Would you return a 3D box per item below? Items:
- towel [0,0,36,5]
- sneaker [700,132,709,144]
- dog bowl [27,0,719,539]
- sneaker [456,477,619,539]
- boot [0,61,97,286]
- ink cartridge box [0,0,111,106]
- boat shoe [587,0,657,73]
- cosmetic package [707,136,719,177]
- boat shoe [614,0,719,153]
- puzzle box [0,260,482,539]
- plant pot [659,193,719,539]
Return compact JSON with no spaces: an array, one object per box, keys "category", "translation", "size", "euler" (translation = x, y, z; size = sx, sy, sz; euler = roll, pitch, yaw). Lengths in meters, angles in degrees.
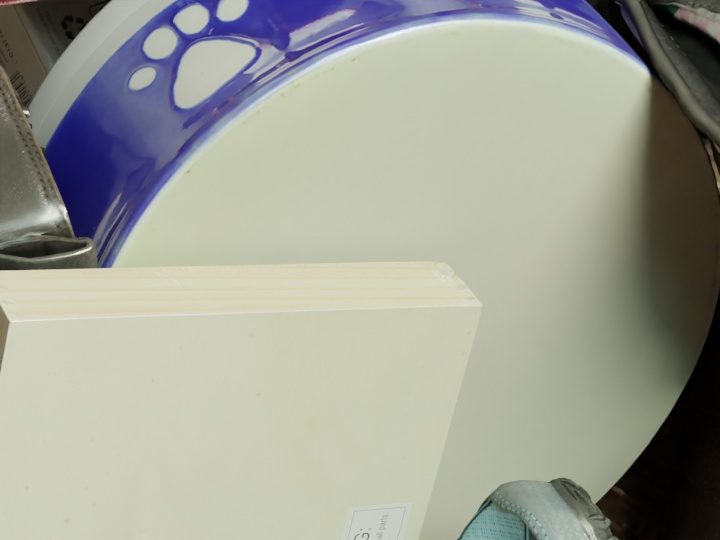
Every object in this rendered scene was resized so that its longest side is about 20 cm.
[{"category":"towel","translation":[-0.105,-0.140,0.765],"size":[0.144,0.023,0.200],"euler":[-13,40,-30]},{"category":"sneaker","translation":[0.150,-0.147,0.892],"size":[0.084,0.121,0.200],"euler":[23,63,-39]},{"category":"dog bowl","translation":[0.000,0.000,0.731],"size":[0.200,0.200,0.079],"euler":[0,30,-27]},{"category":"sneaker","translation":[0.001,0.140,0.689],"size":[0.096,0.200,0.079],"euler":[14,23,-33]},{"category":"boot","translation":[-0.180,-0.035,0.679],"size":[0.174,0.069,0.200],"euler":[-26,58,-19]},{"category":"ink cartridge box","translation":[-0.040,-0.116,0.842],"size":[0.200,0.039,0.099],"euler":[-23,84,-32]},{"category":"boat shoe","translation":[0.065,-0.058,0.850],"size":[0.074,0.065,0.202],"euler":[14,91,-40]},{"category":"cosmetic package","translation":[0.150,-0.075,0.739],"size":[0.071,0.105,0.200],"euler":[28,40,-46]},{"category":"boat shoe","translation":[0.104,-0.078,0.689],"size":[0.057,0.067,0.200],"euler":[29,26,-47]},{"category":"puzzle box","translation":[-0.052,0.089,0.694],"size":[0.133,0.200,0.025],"euler":[-1,32,-28]},{"category":"plant pot","translation":[0.186,0.062,0.817],"size":[0.200,0.200,0.198],"euler":[25,70,-17]}]
